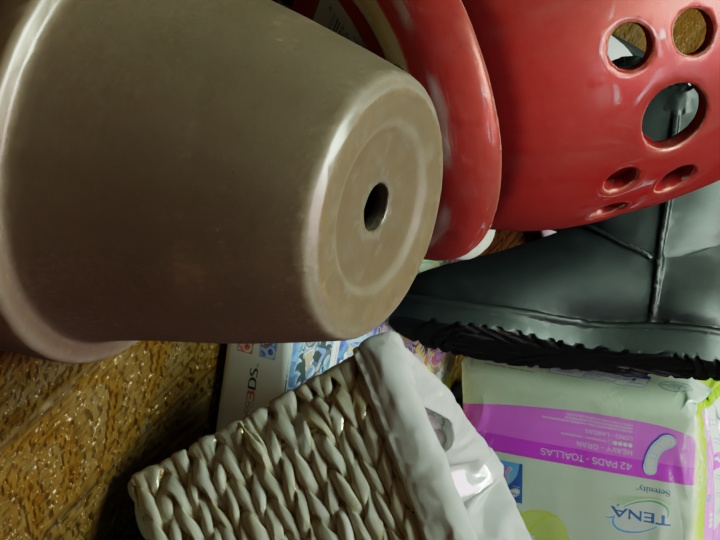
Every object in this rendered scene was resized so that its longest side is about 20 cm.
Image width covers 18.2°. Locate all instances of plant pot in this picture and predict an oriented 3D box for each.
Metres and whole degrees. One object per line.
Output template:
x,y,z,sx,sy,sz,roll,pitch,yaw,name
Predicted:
0.069,-0.109,1.062,0.182,0.200,0.201,-21,127,-21,plant pot
-0.066,-0.042,0.957,0.200,0.174,0.201,-37,135,-49,plant pot

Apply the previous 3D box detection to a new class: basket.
0.011,0.176,1.122,0.200,0.160,0.198,66,8,30,basket

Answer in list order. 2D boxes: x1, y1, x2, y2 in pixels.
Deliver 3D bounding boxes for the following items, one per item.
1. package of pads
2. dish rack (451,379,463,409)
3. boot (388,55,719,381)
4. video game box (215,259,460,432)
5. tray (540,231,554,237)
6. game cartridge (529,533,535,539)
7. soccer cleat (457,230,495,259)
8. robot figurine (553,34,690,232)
0.139,0.148,1.312,0.068,0.154,0.201,-30,124,-58,package of pads
0.078,0.165,1.435,0.153,0.054,0.201,-39,129,-47,dish rack
0.122,-0.032,1.238,0.076,0.199,0.169,85,10,-74,boot
0.000,0.000,1.235,0.200,0.047,0.183,-8,107,-60,video game box
0.159,-0.023,1.545,0.108,0.022,0.200,-64,150,-23,tray
0.039,0.225,1.319,0.042,0.133,0.201,-39,135,-48,game cartridge
0.060,-0.104,1.193,0.069,0.077,0.201,32,50,-50,soccer cleat
0.142,-0.079,1.373,0.200,0.150,0.125,17,100,-58,robot figurine
